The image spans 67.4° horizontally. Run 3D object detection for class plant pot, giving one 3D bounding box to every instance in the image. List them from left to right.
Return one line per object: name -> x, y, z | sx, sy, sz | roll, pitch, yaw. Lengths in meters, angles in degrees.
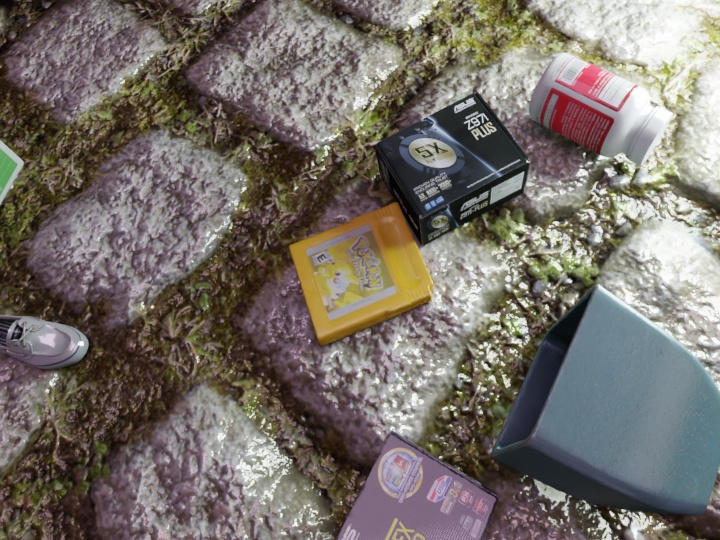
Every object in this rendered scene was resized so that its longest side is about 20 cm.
plant pot -> 0.298, 0.177, 0.634 | 0.197, 0.197, 0.198 | 29, 71, 13

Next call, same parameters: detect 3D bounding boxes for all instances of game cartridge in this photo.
game cartridge -> 0.000, 0.000, 0.853 | 0.195, 0.033, 0.180 | -22, 63, 0

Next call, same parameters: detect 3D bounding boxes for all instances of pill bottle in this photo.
pill bottle -> 0.381, -0.254, 0.863 | 0.198, 0.113, 0.113 | 37, 75, 23

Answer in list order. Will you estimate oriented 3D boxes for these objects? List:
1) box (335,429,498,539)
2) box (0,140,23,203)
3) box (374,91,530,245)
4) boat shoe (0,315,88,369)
box -> 0.061, 0.334, 0.674 | 0.157, 0.045, 0.203 | 25, 71, 19
box -> -0.793, -0.181, 0.998 | 0.194, 0.172, 0.204 | 8, 66, 13
box -> 0.146, -0.166, 0.877 | 0.196, 0.087, 0.166 | -26, 62, -3
boat shoe -> -0.543, 0.112, 0.872 | 0.193, 0.067, 0.076 | 3, 65, 11
